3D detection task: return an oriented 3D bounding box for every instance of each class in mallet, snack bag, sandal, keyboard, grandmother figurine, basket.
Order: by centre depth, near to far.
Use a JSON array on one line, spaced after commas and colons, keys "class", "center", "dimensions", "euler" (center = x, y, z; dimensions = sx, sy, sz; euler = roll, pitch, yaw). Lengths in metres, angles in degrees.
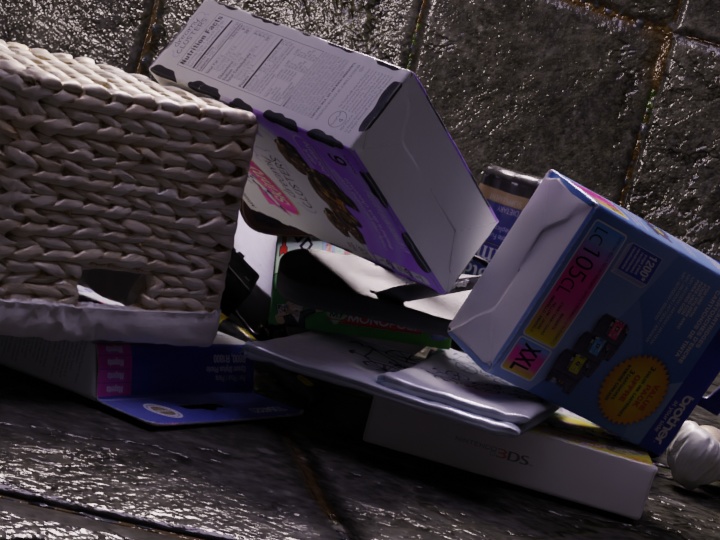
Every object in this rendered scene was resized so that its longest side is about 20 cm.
[{"class": "basket", "center": [-0.202, -0.054, 1.126], "dimensions": [0.198, 0.162, 0.200], "euler": [6, 12, -47]}, {"class": "snack bag", "center": [0.037, 0.070, 1.214], "dimensions": [0.199, 0.022, 0.188], "euler": [16, 7, 15]}, {"class": "sandal", "center": [0.041, 0.010, 1.241], "dimensions": [0.199, 0.043, 0.076], "euler": [7, 27, -6]}, {"class": "mallet", "center": [-0.103, 0.034, 1.309], "dimensions": [0.200, 0.041, 0.066], "euler": [35, 21, 12]}, {"class": "keyboard", "center": [-0.105, 0.019, 1.389], "dimensions": [0.127, 0.021, 0.200], "euler": [49, -16, -1]}, {"class": "grandmother figurine", "center": [0.306, 0.151, 1.425], "dimensions": [0.121, 0.061, 0.200], "euler": [9, -2, 38]}]

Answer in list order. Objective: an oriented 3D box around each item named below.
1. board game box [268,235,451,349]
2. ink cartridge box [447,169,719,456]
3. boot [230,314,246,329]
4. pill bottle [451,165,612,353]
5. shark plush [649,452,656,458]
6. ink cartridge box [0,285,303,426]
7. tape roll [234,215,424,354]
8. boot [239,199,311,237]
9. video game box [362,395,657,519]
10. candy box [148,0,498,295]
[{"class": "board game box", "center": [0.000, 0.000, 1.348], "dimensions": [0.134, 0.029, 0.200], "euler": [7, 21, -4]}, {"class": "ink cartridge box", "center": [0.181, 0.036, 1.207], "dimensions": [0.199, 0.137, 0.076], "euler": [25, 13, -31]}, {"class": "boot", "center": [-0.063, 0.005, 1.546], "dimensions": [0.199, 0.074, 0.096], "euler": [24, 50, 14]}, {"class": "pill bottle", "center": [0.126, 0.025, 1.413], "dimensions": [0.111, 0.201, 0.112], "euler": [15, 5, -1]}, {"class": "shark plush", "center": [0.227, 0.100, 1.423], "dimensions": [0.091, 0.084, 0.200], "euler": [-8, -31, 34]}, {"class": "ink cartridge box", "center": [-0.161, 0.052, 1.187], "dimensions": [0.199, 0.044, 0.196], "euler": [17, 5, 26]}, {"class": "tape roll", "center": [-0.014, -0.014, 1.477], "dimensions": [0.199, 0.201, 0.066], "euler": [16, -38, 4]}, {"class": "boot", "center": [-0.034, -0.070, 1.410], "dimensions": [0.199, 0.075, 0.097], "euler": [-20, 12, -36]}, {"class": "video game box", "center": [0.107, 0.116, 1.273], "dimensions": [0.199, 0.047, 0.182], "euler": [16, 4, 4]}, {"class": "candy box", "center": [-0.025, -0.085, 1.200], "dimensions": [0.200, 0.072, 0.168], "euler": [24, -20, 39]}]
